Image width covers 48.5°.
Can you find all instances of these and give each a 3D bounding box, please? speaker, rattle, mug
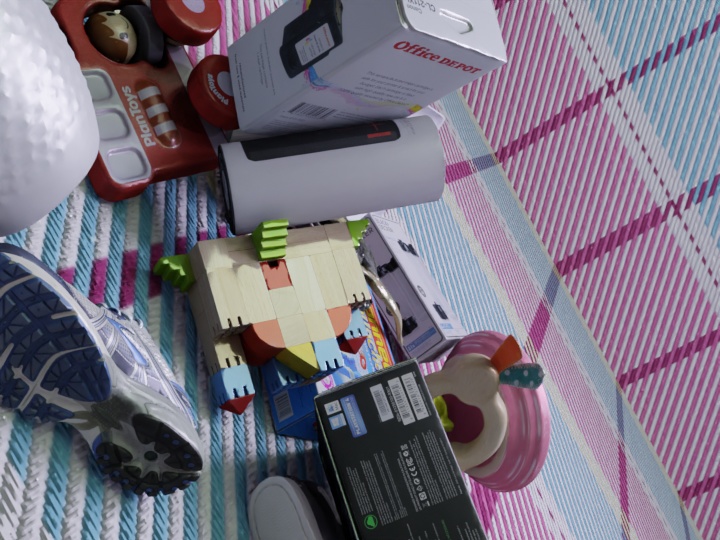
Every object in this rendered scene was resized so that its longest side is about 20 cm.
[{"bbox_3d":[-0.025,-0.086,0.720,0.081,0.195,0.083,170,-90,-77],"label":"speaker"},{"bbox_3d":[0.138,0.135,0.962,0.129,0.202,0.142,35,23,14],"label":"rattle"},{"bbox_3d":[-0.245,-0.092,0.436,0.176,0.145,0.203,54,40,-37],"label":"mug"}]

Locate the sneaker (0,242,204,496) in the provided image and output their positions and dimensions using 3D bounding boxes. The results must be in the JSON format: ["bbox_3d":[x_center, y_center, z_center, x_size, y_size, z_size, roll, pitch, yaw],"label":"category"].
[{"bbox_3d":[-0.175,0.057,0.513,0.202,0.076,0.086,58,9,-31],"label":"sneaker"}]

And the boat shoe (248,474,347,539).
[{"bbox_3d":[-0.026,0.253,0.606,0.060,0.074,0.202,18,38,-55],"label":"boat shoe"}]

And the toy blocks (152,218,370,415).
[{"bbox_3d":[-0.063,0.039,0.692,0.197,0.100,0.139,-10,73,-34],"label":"toy blocks"}]

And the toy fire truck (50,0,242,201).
[{"bbox_3d":[-0.198,-0.170,0.708,0.167,0.111,0.203,-23,86,-49],"label":"toy fire truck"}]

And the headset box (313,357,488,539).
[{"bbox_3d":[0.029,0.196,0.671,0.201,0.091,0.177,95,-24,-67],"label":"headset box"}]

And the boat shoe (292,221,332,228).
[{"bbox_3d":[-0.050,-0.058,0.972,0.202,0.056,0.067,59,20,-7],"label":"boat shoe"}]

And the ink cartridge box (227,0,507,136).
[{"bbox_3d":[0.004,-0.186,0.687,0.144,0.198,0.085,0,74,-47],"label":"ink cartridge box"}]

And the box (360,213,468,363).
[{"bbox_3d":[0.060,0.025,1.090,0.202,0.060,0.116,59,18,17],"label":"box"}]

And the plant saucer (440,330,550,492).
[{"bbox_3d":[0.155,0.180,1.014,0.050,0.201,0.204,-4,61,-31],"label":"plant saucer"}]

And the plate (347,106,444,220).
[{"bbox_3d":[0.023,-0.161,1.125,0.032,0.202,0.199,38,11,22],"label":"plate"}]

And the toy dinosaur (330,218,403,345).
[{"bbox_3d":[0.000,0.000,0.874,0.203,0.047,0.088,61,12,-3],"label":"toy dinosaur"}]

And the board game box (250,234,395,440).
[{"bbox_3d":[-0.035,0.076,0.833,0.195,0.055,0.203,29,37,-56],"label":"board game box"}]

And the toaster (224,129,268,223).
[{"bbox_3d":[-0.067,-0.133,0.863,0.202,0.126,0.115,-76,155,-43],"label":"toaster"}]
